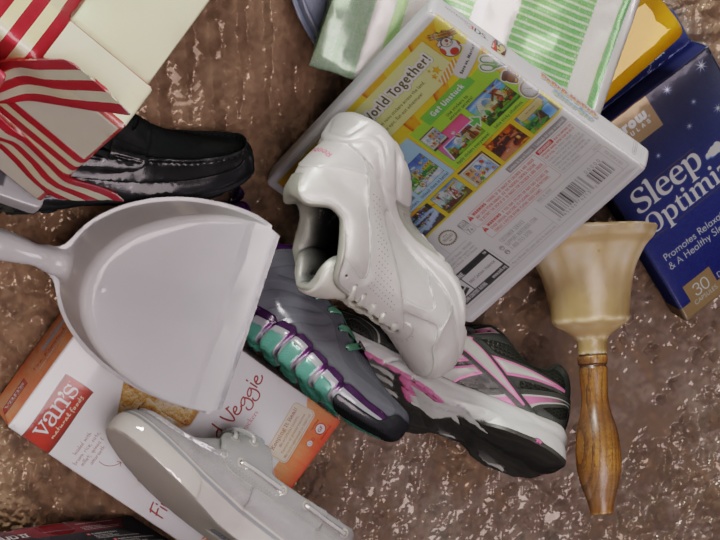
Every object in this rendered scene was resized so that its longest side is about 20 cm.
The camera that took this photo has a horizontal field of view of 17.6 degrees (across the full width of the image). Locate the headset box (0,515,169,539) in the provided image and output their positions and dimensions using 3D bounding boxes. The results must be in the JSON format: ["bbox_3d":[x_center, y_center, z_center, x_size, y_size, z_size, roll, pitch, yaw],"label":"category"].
[{"bbox_3d":[-0.169,0.231,1.546,0.148,0.199,0.076,-3,109,-44],"label":"headset box"}]

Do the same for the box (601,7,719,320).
[{"bbox_3d":[0.232,-0.077,1.697,0.121,0.032,0.201,-37,112,-6],"label":"box"}]

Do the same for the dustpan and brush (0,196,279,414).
[{"bbox_3d":[-0.169,0.004,1.516,0.199,0.057,0.141,14,102,-24],"label":"dustpan and brush"}]

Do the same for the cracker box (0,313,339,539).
[{"bbox_3d":[-0.132,0.098,1.603,0.199,0.058,0.134,36,90,-23],"label":"cracker box"}]

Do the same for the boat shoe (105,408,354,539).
[{"bbox_3d":[-0.083,0.145,1.569,0.200,0.072,0.069,39,69,-17],"label":"boat shoe"}]

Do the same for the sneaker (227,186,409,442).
[{"bbox_3d":[-0.033,0.029,1.577,0.200,0.074,0.088,38,82,5],"label":"sneaker"}]

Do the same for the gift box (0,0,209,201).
[{"bbox_3d":[-0.182,-0.155,1.406,0.200,0.184,0.187,38,64,-7],"label":"gift box"}]

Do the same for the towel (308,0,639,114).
[{"bbox_3d":[0.083,-0.179,1.552,0.198,0.023,0.154,18,94,-6],"label":"towel"}]

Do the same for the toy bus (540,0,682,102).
[{"bbox_3d":[0.125,-0.122,1.614,0.200,0.078,0.065,-41,98,-5],"label":"toy bus"}]

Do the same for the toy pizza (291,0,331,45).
[{"bbox_3d":[0.040,-0.221,1.591,0.198,0.032,0.202,-5,106,-19],"label":"toy pizza"}]

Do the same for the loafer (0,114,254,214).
[{"bbox_3d":[-0.167,-0.079,1.537,0.199,0.068,0.071,-3,113,-14],"label":"loafer"}]

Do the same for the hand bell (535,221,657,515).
[{"bbox_3d":[0.165,0.070,1.639,0.103,0.104,0.202,-2,85,-18],"label":"hand bell"}]

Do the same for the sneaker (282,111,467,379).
[{"bbox_3d":[0.000,0.000,1.550,0.099,0.078,0.201,-40,118,-27],"label":"sneaker"}]

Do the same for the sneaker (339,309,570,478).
[{"bbox_3d":[0.062,0.072,1.663,0.199,0.080,0.087,28,57,-12],"label":"sneaker"}]

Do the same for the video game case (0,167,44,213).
[{"bbox_3d":[-0.278,-0.135,1.470,0.199,0.018,0.144,19,71,-18],"label":"video game case"}]

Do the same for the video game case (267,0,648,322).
[{"bbox_3d":[0.063,-0.070,1.567,0.181,0.023,0.200,34,132,-15],"label":"video game case"}]
